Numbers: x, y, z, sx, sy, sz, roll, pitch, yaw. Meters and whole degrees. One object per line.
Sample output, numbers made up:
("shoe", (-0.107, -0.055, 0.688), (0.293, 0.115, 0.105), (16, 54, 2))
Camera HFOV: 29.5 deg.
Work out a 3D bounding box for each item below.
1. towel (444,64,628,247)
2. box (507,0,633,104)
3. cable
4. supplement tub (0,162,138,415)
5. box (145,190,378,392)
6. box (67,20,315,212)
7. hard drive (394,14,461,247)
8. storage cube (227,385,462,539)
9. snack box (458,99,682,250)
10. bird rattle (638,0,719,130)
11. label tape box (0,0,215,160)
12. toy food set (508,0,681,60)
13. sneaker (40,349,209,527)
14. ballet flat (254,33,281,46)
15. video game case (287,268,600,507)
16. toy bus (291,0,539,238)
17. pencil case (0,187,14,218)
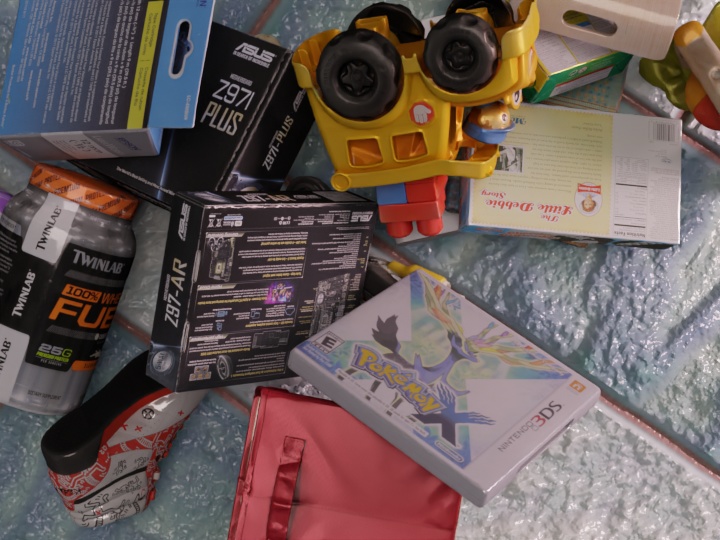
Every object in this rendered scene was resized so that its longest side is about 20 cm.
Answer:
("towel", (0.162, -0.134, 1.260), (0.146, 0.022, 0.202), (15, 81, -8))
("box", (0.150, -0.253, 1.240), (0.117, 0.048, 0.201), (-21, 70, -28))
("cable", (0.000, 0.000, 1.268), (0.200, 0.050, 0.097), (43, 114, 18))
("supplement tub", (-0.273, 0.015, 1.207), (0.122, 0.123, 0.201), (20, 96, 3))
("box", (-0.080, 0.014, 1.170), (0.043, 0.199, 0.161), (24, 110, 42))
("box", (-0.155, -0.137, 1.218), (0.199, 0.086, 0.165), (25, 85, 27))
("hard drive", (0.076, -0.135, 1.278), (0.131, 0.026, 0.202), (-12, 83, 0))
("storage cube", (-0.017, 0.198, 1.165), (0.178, 0.200, 0.172), (11, 84, -4))
("snack box", (0.189, -0.086, 1.229), (0.198, 0.037, 0.117), (5, 81, -10))
("bird rattle", (0.320, -0.142, 1.215), (0.112, 0.163, 0.201), (-23, 74, 17))
("label tape box", (-0.205, -0.172, 1.165), (0.198, 0.066, 0.144), (0, 73, 22))
("toy food set", (0.216, -0.279, 1.225), (0.142, 0.061, 0.201), (15, 52, 2))
("sneaker", (-0.193, 0.146, 1.238), (0.067, 0.109, 0.201), (25, 47, 37))
("ballet flat", (-0.102, -0.122, 1.264), (0.066, 0.057, 0.202), (10, 84, 1))
("video game case", (0.071, 0.088, 1.120), (0.199, 0.182, 0.022), (34, 130, 23))
("toy bus", (0.061, -0.127, 1.150), (0.198, 0.136, 0.193), (-7, 109, 17))
("pencil case", (-0.376, 0.008, 1.242), (0.085, 0.084, 0.201), (29, 81, -34))
